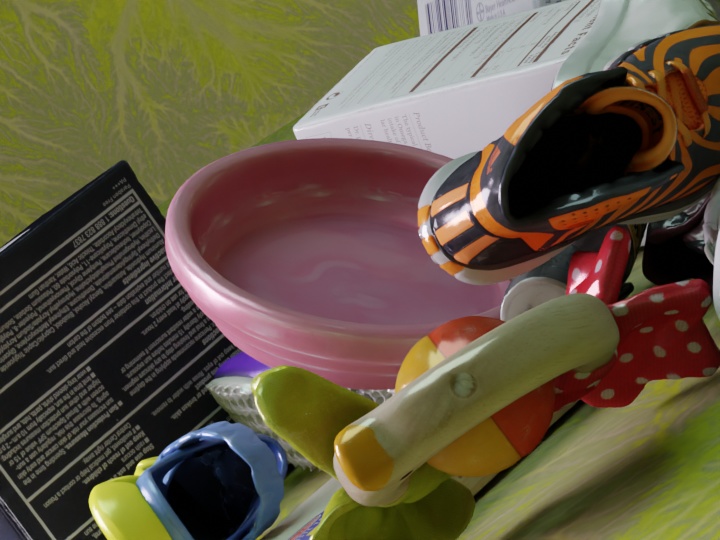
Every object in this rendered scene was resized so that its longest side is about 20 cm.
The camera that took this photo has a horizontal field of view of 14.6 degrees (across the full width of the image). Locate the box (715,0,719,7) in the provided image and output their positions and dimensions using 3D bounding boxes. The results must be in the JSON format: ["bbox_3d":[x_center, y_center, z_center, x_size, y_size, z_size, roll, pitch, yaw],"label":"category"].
[{"bbox_3d":[0.235,-0.170,1.497,0.096,0.176,0.200,-34,7,6],"label":"box"}]

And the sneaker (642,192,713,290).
[{"bbox_3d":[0.205,-0.046,1.317,0.200,0.076,0.116,-42,6,43],"label":"sneaker"}]

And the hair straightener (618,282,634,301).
[{"bbox_3d":[0.093,0.013,1.496,0.077,0.041,0.200,-37,5,-14],"label":"hair straightener"}]

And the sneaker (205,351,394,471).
[{"bbox_3d":[-0.001,0.047,1.528,0.200,0.070,0.100,-9,40,54],"label":"sneaker"}]

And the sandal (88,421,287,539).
[{"bbox_3d":[-0.071,0.114,1.412,0.087,0.080,0.200,-34,0,4],"label":"sandal"}]

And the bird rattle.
[{"bbox_3d":[0.057,0.056,1.154,0.199,0.113,0.163,-24,-7,3],"label":"bird rattle"}]

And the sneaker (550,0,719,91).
[{"bbox_3d":[0.158,-0.107,1.392,0.084,0.073,0.200,-1,32,21],"label":"sneaker"}]

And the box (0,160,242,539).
[{"bbox_3d":[-0.167,0.083,1.610,0.200,0.199,0.123,-40,7,-35],"label":"box"}]

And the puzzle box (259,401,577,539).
[{"bbox_3d":[0.021,0.100,1.333,0.200,0.025,0.133,-39,9,-28],"label":"puzzle box"}]

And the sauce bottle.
[{"bbox_3d":[0.105,-0.017,1.359,0.066,0.066,0.200,-32,15,24],"label":"sauce bottle"}]

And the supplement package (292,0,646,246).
[{"bbox_3d":[0.086,-0.074,1.602,0.199,0.117,0.117,-11,21,32],"label":"supplement package"}]

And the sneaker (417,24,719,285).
[{"bbox_3d":[0.125,-0.059,1.225,0.200,0.078,0.112,-33,0,-26],"label":"sneaker"}]

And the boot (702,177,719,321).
[{"bbox_3d":[0.180,-0.010,1.193,0.200,0.073,0.096,-61,-1,-44],"label":"boot"}]

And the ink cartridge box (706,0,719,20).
[{"bbox_3d":[0.213,-0.197,1.673,0.116,0.200,0.067,-38,8,-27],"label":"ink cartridge box"}]

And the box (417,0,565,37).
[{"bbox_3d":[0.162,-0.169,1.792,0.199,0.106,0.184,-6,-2,-21],"label":"box"}]

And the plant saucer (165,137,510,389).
[{"bbox_3d":[0.000,0.000,1.421,0.199,0.051,0.201,4,30,-3],"label":"plant saucer"}]
